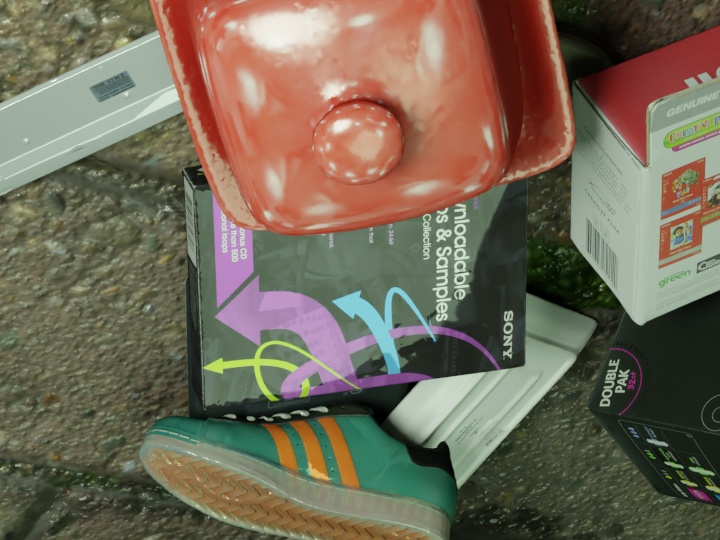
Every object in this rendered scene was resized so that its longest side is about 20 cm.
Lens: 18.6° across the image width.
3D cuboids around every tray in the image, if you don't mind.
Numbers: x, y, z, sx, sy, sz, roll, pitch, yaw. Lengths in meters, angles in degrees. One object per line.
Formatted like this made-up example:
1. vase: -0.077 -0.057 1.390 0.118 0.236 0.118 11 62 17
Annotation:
1. tray: 0.065 0.099 1.422 0.200 0.022 0.107 -49 143 18

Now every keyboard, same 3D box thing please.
1. keyboard: -0.130 -0.095 1.183 0.200 0.011 0.056 -24 134 5

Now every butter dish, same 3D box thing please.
1. butter dish: -0.001 -0.092 1.088 0.199 0.148 0.200 -11 120 8

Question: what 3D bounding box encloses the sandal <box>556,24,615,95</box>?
1. sandal: 0.054 -0.097 1.212 0.200 0.055 0.082 5 134 -31

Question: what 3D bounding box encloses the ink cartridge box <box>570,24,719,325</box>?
1. ink cartridge box: 0.225 -0.087 1.245 0.200 0.084 0.176 -22 140 -15

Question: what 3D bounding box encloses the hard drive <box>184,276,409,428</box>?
1. hard drive: -0.038 0.070 1.378 0.139 0.033 0.200 -9 138 -12

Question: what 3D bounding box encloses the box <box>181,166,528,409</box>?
1. box: 0.000 0.000 1.278 0.200 0.036 0.143 -8 115 -15

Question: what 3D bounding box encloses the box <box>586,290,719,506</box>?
1. box: 0.267 0.065 1.335 0.200 0.149 0.124 9 155 37

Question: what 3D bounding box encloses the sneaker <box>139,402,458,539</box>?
1. sneaker: -0.036 0.117 1.361 0.200 0.080 0.071 18 146 -11
